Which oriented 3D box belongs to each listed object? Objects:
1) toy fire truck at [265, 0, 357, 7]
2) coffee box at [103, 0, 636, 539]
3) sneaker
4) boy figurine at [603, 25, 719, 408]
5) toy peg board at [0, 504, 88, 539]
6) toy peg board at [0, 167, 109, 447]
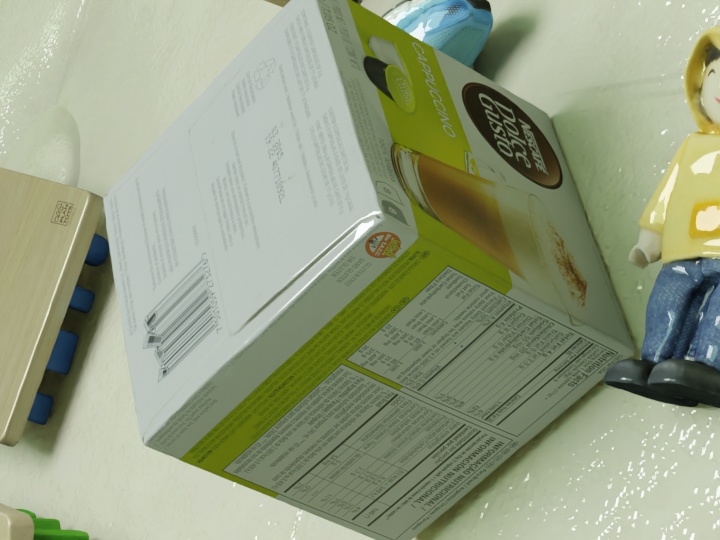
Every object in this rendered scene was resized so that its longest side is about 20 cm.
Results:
[{"bbox_3d":[-0.017,-0.299,1.476,0.176,0.128,0.201,-40,52,33],"label":"toy fire truck"},{"bbox_3d":[0.000,0.000,1.188,0.200,0.197,0.200,-44,39,27],"label":"coffee box"},{"bbox_3d":[0.031,-0.084,1.325,0.090,0.078,0.200,52,121,37],"label":"sneaker"},{"bbox_3d":[0.187,-0.030,1.073,0.124,0.064,0.201,3,76,57],"label":"boy figurine"},{"bbox_3d":[-0.257,0.257,1.494,0.200,0.098,0.200,8,92,56],"label":"toy peg board"},{"bbox_3d":[-0.278,0.028,1.667,0.199,0.098,0.201,15,83,40],"label":"toy peg board"}]
